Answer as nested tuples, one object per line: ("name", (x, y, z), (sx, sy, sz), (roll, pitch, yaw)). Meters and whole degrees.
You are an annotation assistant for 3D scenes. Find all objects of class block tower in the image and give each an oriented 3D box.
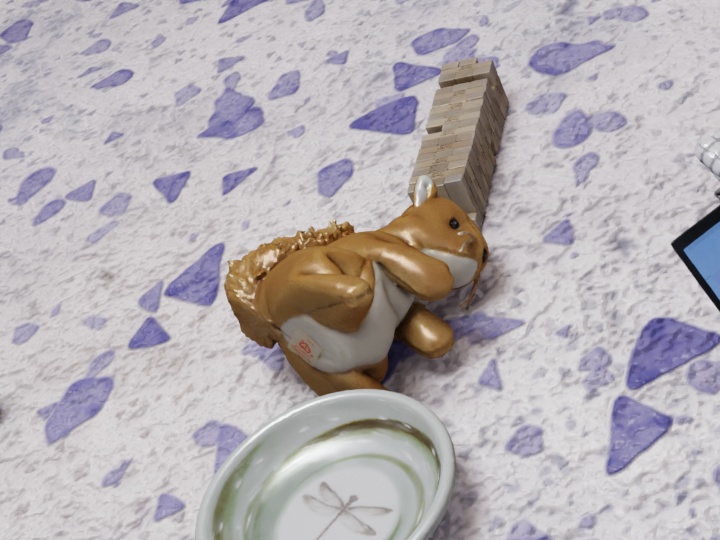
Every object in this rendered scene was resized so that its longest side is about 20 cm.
("block tower", (0.090, -0.114, 1.395), (0.054, 0.058, 0.200), (-10, 40, 23))

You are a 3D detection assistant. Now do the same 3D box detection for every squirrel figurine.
("squirrel figurine", (0.000, 0.000, 1.248), (0.200, 0.142, 0.187), (14, 46, 39))

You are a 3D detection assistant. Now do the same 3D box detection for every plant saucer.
("plant saucer", (-0.020, 0.174, 1.114), (0.200, 0.050, 0.200), (-17, 36, 13))

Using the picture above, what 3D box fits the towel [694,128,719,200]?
("towel", (0.379, -0.080, 1.152), (0.200, 0.086, 0.166), (-37, 45, -5))

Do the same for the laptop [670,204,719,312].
("laptop", (0.344, 0.010, 1.018), (0.177, 0.103, 0.200), (-37, 41, -1))
